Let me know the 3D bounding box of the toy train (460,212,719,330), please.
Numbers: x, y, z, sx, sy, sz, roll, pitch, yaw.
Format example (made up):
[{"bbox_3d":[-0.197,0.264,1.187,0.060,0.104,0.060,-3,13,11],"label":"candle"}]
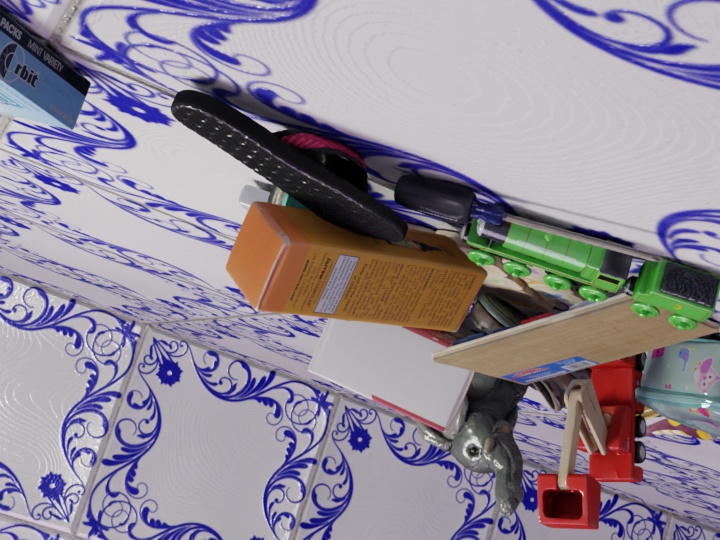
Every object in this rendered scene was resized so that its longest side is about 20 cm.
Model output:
[{"bbox_3d":[0.172,-0.004,0.953,0.199,0.042,0.056,18,160,2],"label":"toy train"}]

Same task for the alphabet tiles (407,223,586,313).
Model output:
[{"bbox_3d":[0.103,0.000,1.165,0.195,0.015,0.200,13,169,31],"label":"alphabet tiles"}]

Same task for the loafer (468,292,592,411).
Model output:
[{"bbox_3d":[0.163,0.088,1.230,0.200,0.063,0.072,32,-164,-42],"label":"loafer"}]

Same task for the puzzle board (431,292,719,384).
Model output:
[{"bbox_3d":[0.183,0.058,1.091,0.200,0.017,0.151,-20,157,35],"label":"puzzle board"}]

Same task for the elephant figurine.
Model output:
[{"bbox_3d":[0.137,0.171,1.488,0.141,0.201,0.155,17,170,4],"label":"elephant figurine"}]

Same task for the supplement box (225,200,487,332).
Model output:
[{"bbox_3d":[0.000,0.000,0.997,0.199,0.069,0.067,6,-153,-35],"label":"supplement box"}]

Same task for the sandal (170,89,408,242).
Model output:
[{"bbox_3d":[-0.041,-0.082,0.916,0.200,0.045,0.075,33,161,-19],"label":"sandal"}]

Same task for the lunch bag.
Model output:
[{"bbox_3d":[0.365,0.124,1.178,0.199,0.077,0.160,22,169,-19],"label":"lunch bag"}]

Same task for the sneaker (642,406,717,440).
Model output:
[{"bbox_3d":[0.350,0.154,1.383,0.090,0.075,0.200,23,171,1],"label":"sneaker"}]

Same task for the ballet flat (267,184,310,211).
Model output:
[{"bbox_3d":[-0.043,-0.031,1.051,0.068,0.068,0.200,46,164,37],"label":"ballet flat"}]

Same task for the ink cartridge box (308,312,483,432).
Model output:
[{"bbox_3d":[0.045,0.075,1.264,0.146,0.083,0.200,24,-171,6],"label":"ink cartridge box"}]

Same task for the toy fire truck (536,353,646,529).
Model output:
[{"bbox_3d":[0.216,0.141,1.180,0.049,0.201,0.141,-6,162,33],"label":"toy fire truck"}]

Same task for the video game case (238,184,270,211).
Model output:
[{"bbox_3d":[-0.001,-0.015,1.190,0.199,0.022,0.182,21,172,14],"label":"video game case"}]

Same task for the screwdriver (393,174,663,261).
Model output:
[{"bbox_3d":[0.118,-0.031,0.915,0.199,0.028,0.029,19,142,13],"label":"screwdriver"}]

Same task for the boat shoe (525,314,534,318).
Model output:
[{"bbox_3d":[0.226,0.097,1.350,0.065,0.072,0.200,-29,132,25],"label":"boat shoe"}]

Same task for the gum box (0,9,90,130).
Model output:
[{"bbox_3d":[-0.325,-0.169,0.926,0.199,0.045,0.170,15,170,21],"label":"gum box"}]
